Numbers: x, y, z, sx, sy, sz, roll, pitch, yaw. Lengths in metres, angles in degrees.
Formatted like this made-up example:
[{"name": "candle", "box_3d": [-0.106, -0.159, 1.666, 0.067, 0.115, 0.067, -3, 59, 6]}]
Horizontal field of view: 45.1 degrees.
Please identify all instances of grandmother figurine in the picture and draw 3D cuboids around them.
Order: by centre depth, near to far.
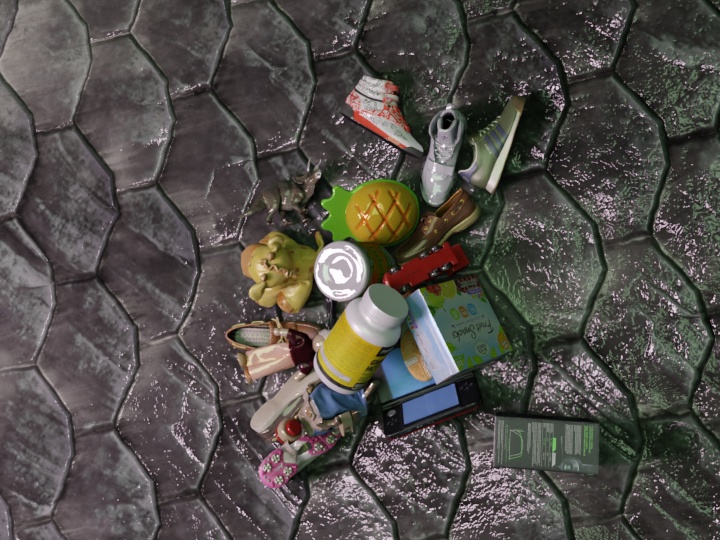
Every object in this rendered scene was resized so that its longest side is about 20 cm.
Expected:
[{"name": "grandmother figurine", "box_3d": [-0.134, 0.166, 1.701, 0.198, 0.061, 0.122, -19, 123, 2]}]

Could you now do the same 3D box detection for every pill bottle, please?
[{"name": "pill bottle", "box_3d": [0.004, 0.124, 1.587, 0.112, 0.112, 0.201, 41, 123, 11]}, {"name": "pill bottle", "box_3d": [0.000, 0.000, 1.668, 0.110, 0.200, 0.113, 0, 91, 23]}]

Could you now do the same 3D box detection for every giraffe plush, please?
[{"name": "giraffe plush", "box_3d": [-0.166, -0.003, 1.697, 0.198, 0.162, 0.175, -8, 84, 30]}]

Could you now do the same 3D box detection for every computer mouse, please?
[{"name": "computer mouse", "box_3d": [-0.006, 0.103, 1.698, 0.199, 0.044, 0.111, 2, 84, 44]}]

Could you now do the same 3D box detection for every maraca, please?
[{"name": "maraca", "box_3d": [0.020, -0.114, 1.722, 0.197, 0.107, 0.139, -2, 104, -7]}]

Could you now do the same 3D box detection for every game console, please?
[{"name": "game console", "box_3d": [0.118, 0.212, 1.679, 0.198, 0.173, 0.120, -22, 107, 7]}]

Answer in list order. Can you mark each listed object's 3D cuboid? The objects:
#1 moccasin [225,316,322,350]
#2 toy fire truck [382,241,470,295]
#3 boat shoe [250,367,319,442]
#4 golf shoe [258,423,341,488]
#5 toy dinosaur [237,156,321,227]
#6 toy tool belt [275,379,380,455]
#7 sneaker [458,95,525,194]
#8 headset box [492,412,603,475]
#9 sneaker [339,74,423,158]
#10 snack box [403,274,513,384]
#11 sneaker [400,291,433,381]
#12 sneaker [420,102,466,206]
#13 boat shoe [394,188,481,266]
[{"name": "moccasin", "box_3d": [-0.173, 0.131, 1.753, 0.199, 0.078, 0.075, 6, 85, 10]}, {"name": "toy fire truck", "box_3d": [0.126, 0.000, 1.663, 0.199, 0.141, 0.049, -27, 80, -13]}, {"name": "boat shoe", "box_3d": [-0.129, 0.261, 1.741, 0.200, 0.072, 0.060, -43, 120, -10]}, {"name": "golf shoe", "box_3d": [-0.121, 0.356, 1.726, 0.199, 0.092, 0.076, -34, 81, -19]}, {"name": "toy dinosaur", "box_3d": [-0.157, -0.147, 1.794, 0.198, 0.077, 0.103, -18, 69, 12]}, {"name": "toy tool belt", "box_3d": [-0.059, 0.261, 1.652, 0.123, 0.199, 0.126, -43, 72, 47]}, {"name": "sneaker", "box_3d": [0.257, -0.261, 1.725, 0.089, 0.067, 0.202, 19, 91, 6]}, {"name": "headset box", "box_3d": [0.344, 0.315, 1.596, 0.197, 0.174, 0.094, 2, 84, 9]}, {"name": "sneaker", "box_3d": [0.064, -0.319, 1.766, 0.200, 0.067, 0.109, 33, 93, 14]}, {"name": "snack box", "box_3d": [0.181, 0.107, 1.632, 0.067, 0.199, 0.170, -35, 74, 38]}, {"name": "sneaker", "box_3d": [0.110, 0.125, 1.686, 0.075, 0.088, 0.202, -22, 64, 9]}, {"name": "sneaker", "box_3d": [0.160, -0.232, 1.716, 0.074, 0.115, 0.202, 14, 87, 11]}, {"name": "boat shoe", "box_3d": [0.143, -0.087, 1.714, 0.199, 0.072, 0.068, -37, 114, -2]}]
